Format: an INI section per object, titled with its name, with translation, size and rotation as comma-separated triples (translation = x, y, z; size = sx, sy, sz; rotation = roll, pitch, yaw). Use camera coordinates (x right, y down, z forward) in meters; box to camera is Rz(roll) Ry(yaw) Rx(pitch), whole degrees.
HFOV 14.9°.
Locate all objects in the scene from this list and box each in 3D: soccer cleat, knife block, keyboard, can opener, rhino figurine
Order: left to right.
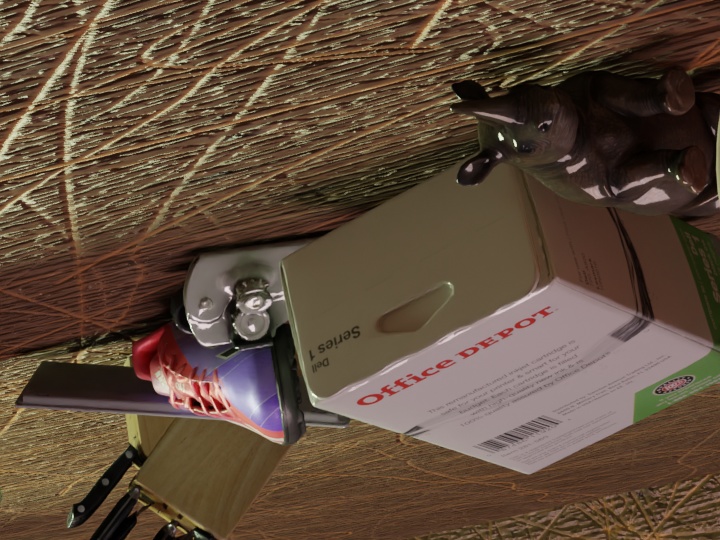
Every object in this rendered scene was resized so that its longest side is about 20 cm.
[keyboard]
translation = -0.100, 0.072, 1.613
size = 0.199, 0.011, 0.056
rotation = 3, -161, 11
[knife block]
translation = -0.087, 0.134, 1.699
size = 0.199, 0.177, 0.064
rotation = -8, 171, -11
[soccer cleat]
translation = -0.077, 0.059, 1.509
size = 0.073, 0.069, 0.200
rotation = -7, -172, -12
[can opener]
translation = 0.000, 0.000, 1.440
size = 0.199, 0.053, 0.067
rotation = -7, -156, -9
[rhino figurine]
translation = 0.107, -0.056, 1.168
size = 0.199, 0.060, 0.087
rotation = 4, 173, -44

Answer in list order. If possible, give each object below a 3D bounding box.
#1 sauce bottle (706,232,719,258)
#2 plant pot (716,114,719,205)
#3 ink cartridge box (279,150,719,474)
[sauce bottle]
translation = 0.120, 0.021, 1.606
size = 0.199, 0.066, 0.066
rotation = -19, 167, 29
[plant pot]
translation = 0.245, -0.045, 1.045
size = 0.177, 0.202, 0.200
rotation = 8, 163, -26
[ink cartridge box]
translation = 0.077, 0.022, 1.350
size = 0.146, 0.085, 0.200
rotation = -28, 152, 26
